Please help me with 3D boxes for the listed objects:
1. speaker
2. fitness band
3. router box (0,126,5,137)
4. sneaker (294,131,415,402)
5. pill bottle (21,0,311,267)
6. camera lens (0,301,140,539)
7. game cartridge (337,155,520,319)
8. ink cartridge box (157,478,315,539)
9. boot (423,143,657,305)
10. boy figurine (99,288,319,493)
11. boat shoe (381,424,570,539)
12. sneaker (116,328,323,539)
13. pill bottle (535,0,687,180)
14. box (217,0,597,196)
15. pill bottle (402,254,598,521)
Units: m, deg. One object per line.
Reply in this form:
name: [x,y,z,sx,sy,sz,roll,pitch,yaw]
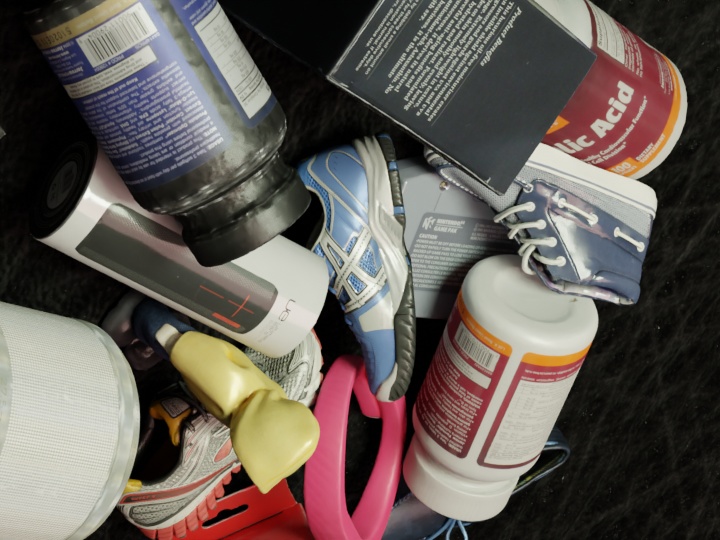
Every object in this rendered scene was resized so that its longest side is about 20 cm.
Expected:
speaker: [-0.120,-0.015,1.469,0.200,0.081,0.081,29,97,-30]
fitness band: [-0.005,0.145,1.673,0.200,0.037,0.144,67,36,-64]
router box: [-0.329,-0.103,1.293,0.157,0.052,0.200,-43,136,-9]
sneaker: [0.000,0.000,1.597,0.077,0.076,0.200,-8,100,1]
pill bottle: [-0.117,-0.107,1.370,0.112,0.112,0.200,-36,107,-16]
camera lens: [-0.256,0.096,1.408,0.200,0.160,0.160,16,106,-44]
game cartridge: [0.081,-0.025,1.701,0.200,0.040,0.133,6,117,-42]
ink cartridge box: [-0.075,0.262,1.718,0.116,0.067,0.200,-24,133,-3]
boot: [0.134,-0.039,1.623,0.200,0.073,0.090,16,74,-23]
boy figurine: [-0.095,0.086,1.508,0.064,0.200,0.124,-45,141,-6]
boat shoe: [0.087,0.176,1.815,0.200,0.069,0.084,-35,134,-17]
sneaker: [-0.107,0.110,1.603,0.200,0.078,0.082,-48,135,-4]
pill bottle: [0.146,-0.147,1.614,0.200,0.114,0.114,26,100,-46]
box: [0.013,-0.172,1.426,0.198,0.200,0.123,31,95,-48]
pill bottle: [0.104,0.095,1.705,0.109,0.110,0.200,-10,135,-35]
